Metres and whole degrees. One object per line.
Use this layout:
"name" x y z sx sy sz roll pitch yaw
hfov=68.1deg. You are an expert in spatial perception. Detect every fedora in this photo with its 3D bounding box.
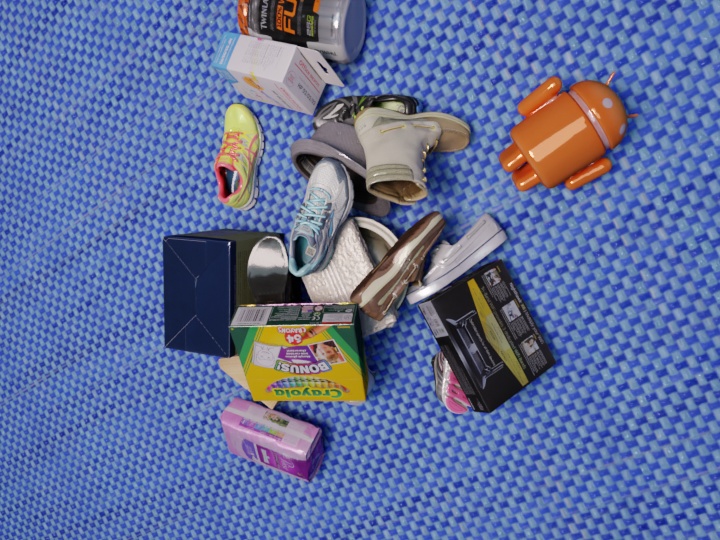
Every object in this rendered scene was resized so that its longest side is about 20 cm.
"fedora" -0.019 -0.185 0.917 0.199 0.177 0.091 26 75 10

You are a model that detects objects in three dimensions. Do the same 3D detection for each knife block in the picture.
"knife block" -0.157 0.171 1.049 0.199 0.064 0.176 35 107 11

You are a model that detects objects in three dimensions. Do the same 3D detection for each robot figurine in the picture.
"robot figurine" 0.309 -0.205 0.806 0.199 0.116 0.145 -34 68 20

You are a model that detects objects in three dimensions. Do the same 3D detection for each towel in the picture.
"towel" -0.027 0.024 0.921 0.132 0.034 0.201 -24 89 19

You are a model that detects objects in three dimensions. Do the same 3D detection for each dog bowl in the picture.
"dog bowl" 0.000 0.000 0.965 0.198 0.074 0.202 3 99 17

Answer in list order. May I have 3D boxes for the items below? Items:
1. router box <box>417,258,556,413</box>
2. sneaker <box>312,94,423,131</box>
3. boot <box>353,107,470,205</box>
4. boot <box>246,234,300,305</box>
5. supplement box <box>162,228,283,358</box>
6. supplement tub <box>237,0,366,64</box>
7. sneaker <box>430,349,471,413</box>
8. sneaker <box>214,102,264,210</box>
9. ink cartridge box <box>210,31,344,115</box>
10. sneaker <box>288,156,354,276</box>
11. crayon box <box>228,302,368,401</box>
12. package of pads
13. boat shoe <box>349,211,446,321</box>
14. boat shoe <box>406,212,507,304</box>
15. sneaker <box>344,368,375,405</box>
"router box" 0.209 0.105 0.875 0.157 0.052 0.201 -27 89 -22
"sneaker" 0.006 -0.272 0.915 0.198 0.083 0.071 0 99 20
"boot" 0.094 -0.177 0.840 0.198 0.072 0.156 2 58 -17
"boot" -0.145 0.016 0.960 0.069 0.174 0.202 3 108 4
"supplement box" -0.245 0.031 0.983 0.133 0.200 0.202 6 100 17
"supplement tub" -0.099 -0.427 0.906 0.199 0.122 0.124 14 102 16
"sneaker" 0.165 0.142 0.931 0.073 0.087 0.202 11 81 -15
"sneaker" -0.234 -0.214 1.001 0.078 0.090 0.202 2 97 20
"ink cartridge box" -0.141 -0.334 0.916 0.199 0.115 0.068 21 87 25
"sneaker" -0.067 -0.077 0.843 0.077 0.086 0.201 19 113 13
"crayon box" -0.094 0.137 0.873 0.198 0.058 0.174 -2 125 9
"package of pads" -0.173 0.335 1.053 0.199 0.076 0.121 15 136 17
"boat shoe" 0.074 -0.004 0.864 0.075 0.075 0.202 44 90 -9
"boat shoe" 0.151 -0.021 0.901 0.199 0.074 0.066 -36 87 -4
"sneaker" -0.049 0.153 0.977 0.076 0.081 0.200 -23 110 42
